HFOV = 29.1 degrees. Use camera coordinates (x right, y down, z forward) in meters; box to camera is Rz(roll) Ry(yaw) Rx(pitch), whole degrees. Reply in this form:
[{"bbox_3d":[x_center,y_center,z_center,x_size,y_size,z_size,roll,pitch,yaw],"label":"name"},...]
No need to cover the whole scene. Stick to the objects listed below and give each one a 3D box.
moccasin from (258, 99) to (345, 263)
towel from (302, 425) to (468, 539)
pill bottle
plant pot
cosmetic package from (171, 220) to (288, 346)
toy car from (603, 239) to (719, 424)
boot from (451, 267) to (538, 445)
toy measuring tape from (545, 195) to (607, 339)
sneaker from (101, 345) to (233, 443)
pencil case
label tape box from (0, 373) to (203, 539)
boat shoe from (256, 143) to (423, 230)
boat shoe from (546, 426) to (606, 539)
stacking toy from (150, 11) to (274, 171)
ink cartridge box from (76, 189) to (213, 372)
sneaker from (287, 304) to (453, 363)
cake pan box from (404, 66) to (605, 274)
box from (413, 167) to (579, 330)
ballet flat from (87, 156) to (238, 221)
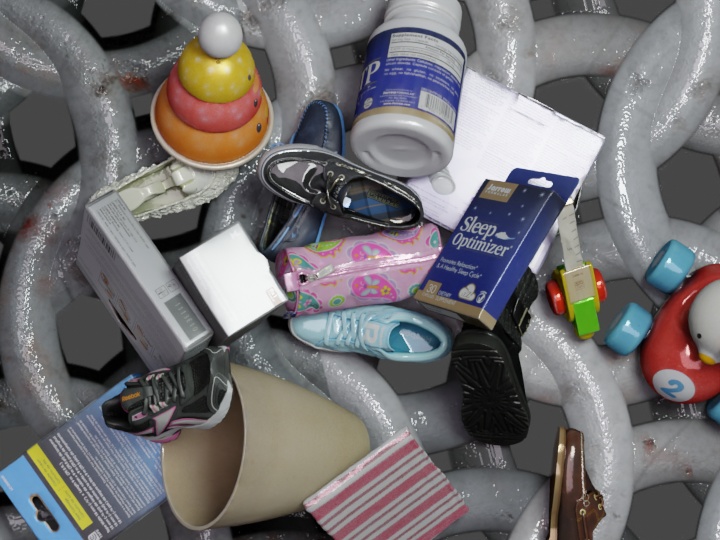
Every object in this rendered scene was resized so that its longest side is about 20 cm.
[{"bbox_3d":[-0.069,-0.103,1.621,0.068,0.080,0.201,12,87,-40],"label":"moccasin"},{"bbox_3d":[0.031,0.267,1.584,0.146,0.200,0.030,-36,46,-1],"label":"towel"},{"bbox_3d":[0.060,-0.221,1.592,0.119,0.120,0.201,10,64,0],"label":"pill bottle"},{"bbox_3d":[-0.094,0.202,1.567,0.199,0.187,0.188,9,88,-34],"label":"plant pot"},{"bbox_3d":[-0.156,0.025,1.562,0.090,0.200,0.107,-32,87,-14],"label":"cosmetic package"},{"bbox_3d":[0.402,0.072,1.567,0.184,0.200,0.177,35,89,1],"label":"toy car"},{"bbox_3d":[0.165,0.089,1.621,0.079,0.212,0.158,3,47,15],"label":"boot"},{"bbox_3d":[0.244,-0.008,1.615,0.073,0.074,0.201,-17,118,-1],"label":"toy measuring tape"},{"bbox_3d":[-0.212,0.141,1.499,0.086,0.200,0.081,9,57,-37],"label":"sneaker"},{"bbox_3d":[0.000,0.000,1.603,0.199,0.087,0.088,-9,89,-16],"label":"pencil case"},{"bbox_3d":[-0.303,0.236,1.629,0.200,0.063,0.145,-36,89,-1],"label":"label tape box"},{"bbox_3d":[-0.019,-0.088,1.567,0.199,0.066,0.070,20,101,-16],"label":"boat shoe"},{"bbox_3d":[0.253,0.284,1.628,0.070,0.070,0.201,4,97,7],"label":"boat shoe"},{"bbox_3d":[-0.162,-0.217,1.559,0.145,0.200,0.147,4,64,-8],"label":"stacking toy"},{"bbox_3d":[-0.250,0.028,1.581,0.043,0.174,0.200,-32,81,-23],"label":"ink cartridge box"},{"bbox_3d":[0.013,0.066,1.625,0.199,0.082,0.074,5,88,0],"label":"sneaker"},{"bbox_3d":[0.169,-0.116,1.646,0.199,0.052,0.185,26,91,1],"label":"cake pan box"},{"bbox_3d":[0.152,-0.035,1.550,0.032,0.121,0.201,40,76,-33],"label":"box"},{"bbox_3d":[-0.232,-0.096,1.637,0.199,0.072,0.072,-25,89,-1],"label":"ballet flat"}]
